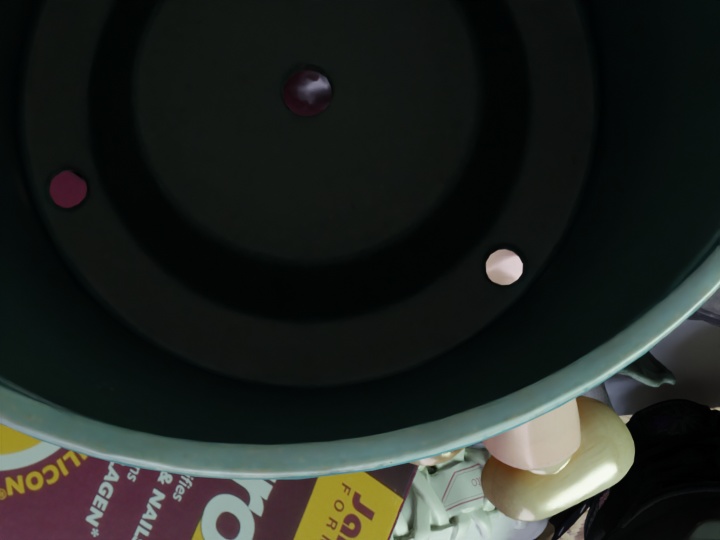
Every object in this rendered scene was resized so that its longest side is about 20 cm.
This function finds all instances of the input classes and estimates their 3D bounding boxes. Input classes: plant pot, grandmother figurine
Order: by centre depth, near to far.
[{"bbox_3d":[-0.015,-0.052,0.561,0.199,0.201,0.188,7,170,2],"label":"plant pot"},{"bbox_3d":[0.022,-0.026,0.741,0.121,0.061,0.200,19,143,23],"label":"grandmother figurine"}]

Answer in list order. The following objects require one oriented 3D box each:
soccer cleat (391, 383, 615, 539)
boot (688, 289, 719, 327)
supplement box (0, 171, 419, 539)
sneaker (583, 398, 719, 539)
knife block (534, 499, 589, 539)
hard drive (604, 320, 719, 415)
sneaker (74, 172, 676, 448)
[{"bbox_3d":[0.014,0.071,0.947,0.086,0.070,0.200,-18,-173,34],"label":"soccer cleat"},{"bbox_3d":[0.128,-0.023,0.792,0.199,0.070,0.132,4,157,-6],"label":"boot"},{"bbox_3d":[-0.092,0.042,0.799,0.200,0.111,0.086,35,151,-26],"label":"supplement box"},{"bbox_3d":[0.101,0.081,0.993,0.075,0.088,0.200,-2,166,-3],"label":"sneaker"},{"bbox_3d":[0.029,0.114,1.054,0.175,0.200,0.064,7,122,-25],"label":"knife block"},{"bbox_3d":[0.097,0.017,0.991,0.200,0.027,0.132,-7,158,39],"label":"hard drive"},{"bbox_3d":[0.002,-0.003,0.886,0.200,0.060,0.104,33,-165,0],"label":"sneaker"}]
